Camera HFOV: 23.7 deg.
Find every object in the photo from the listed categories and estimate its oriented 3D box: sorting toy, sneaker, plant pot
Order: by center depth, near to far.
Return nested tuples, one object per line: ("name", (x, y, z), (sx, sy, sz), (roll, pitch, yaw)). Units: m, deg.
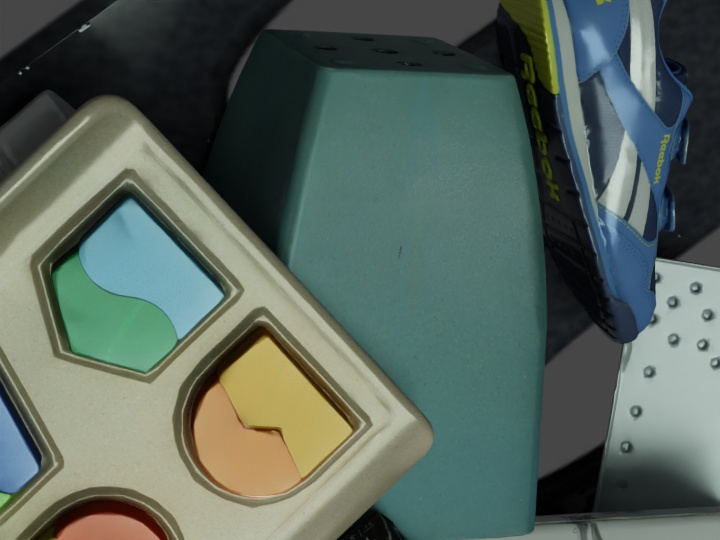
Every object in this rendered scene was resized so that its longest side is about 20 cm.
("sorting toy", (-0.095, 0.063, 0.662), (0.185, 0.036, 0.200), (-43, 107, 0))
("plant pot", (0.000, 0.000, 0.765), (0.140, 0.141, 0.202), (0, 107, -22))
("sneaker", (0.125, -0.057, 0.822), (0.082, 0.074, 0.201), (-21, 119, -14))

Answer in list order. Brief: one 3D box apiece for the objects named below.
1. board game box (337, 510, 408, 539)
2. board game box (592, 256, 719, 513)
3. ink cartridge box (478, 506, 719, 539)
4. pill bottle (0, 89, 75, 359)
("board game box", (-0.035, 0.203, 0.752), (0.199, 0.028, 0.135), (-36, 129, 5))
("board game box", (0.225, 0.104, 0.898), (0.198, 0.026, 0.202), (9, 99, 1))
("ink cartridge box", (0.098, 0.196, 0.849), (0.198, 0.083, 0.148), (-4, 85, 3))
("pill bottle", (-0.172, 0.026, 0.717), (0.200, 0.114, 0.114), (-42, 121, 0))
